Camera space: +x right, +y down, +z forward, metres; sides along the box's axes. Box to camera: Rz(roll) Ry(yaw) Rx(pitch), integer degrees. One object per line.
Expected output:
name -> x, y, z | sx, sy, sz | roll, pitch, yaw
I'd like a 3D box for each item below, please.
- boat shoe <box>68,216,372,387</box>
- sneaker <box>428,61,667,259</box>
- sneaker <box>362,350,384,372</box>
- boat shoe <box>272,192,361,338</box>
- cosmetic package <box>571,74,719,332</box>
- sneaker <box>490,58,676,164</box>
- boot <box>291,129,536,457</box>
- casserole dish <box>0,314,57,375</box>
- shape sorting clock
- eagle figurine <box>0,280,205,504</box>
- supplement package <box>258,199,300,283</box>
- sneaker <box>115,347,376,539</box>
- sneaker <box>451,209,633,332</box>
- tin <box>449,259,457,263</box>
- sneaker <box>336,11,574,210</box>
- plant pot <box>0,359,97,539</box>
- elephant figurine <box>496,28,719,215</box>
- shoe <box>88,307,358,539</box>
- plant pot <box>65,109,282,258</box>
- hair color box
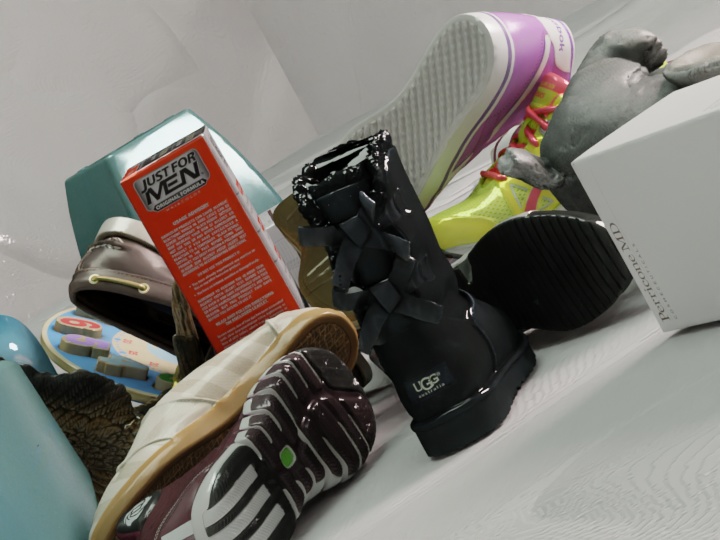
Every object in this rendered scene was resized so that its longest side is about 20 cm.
boat shoe -> -0.090, 0.039, 1.718 | 0.060, 0.199, 0.072 | -60, -2, -33
sneaker -> 0.119, -0.075, 1.683 | 0.199, 0.091, 0.078 | -29, 14, -11
sneaker -> 0.024, 0.011, 1.772 | 0.077, 0.078, 0.200 | -48, 15, 6
boat shoe -> -0.001, 0.000, 1.646 | 0.072, 0.066, 0.201 | -35, 25, 0
cosmetic package -> 0.204, -0.045, 1.312 | 0.085, 0.108, 0.200 | -33, 6, -28
sneaker -> 0.184, -0.102, 1.854 | 0.199, 0.075, 0.090 | -12, 5, -21
boot -> 0.027, 0.003, 1.464 | 0.073, 0.163, 0.198 | -26, 7, 11
casserole dish -> -0.231, 0.119, 1.737 | 0.121, 0.200, 0.039 | -36, 40, -15
shape sorting clock -> -0.114, 0.055, 1.798 | 0.199, 0.039, 0.200 | 14, 15, -4
eagle figurine -> -0.178, 0.113, 1.643 | 0.199, 0.152, 0.151 | -15, -37, -18
supplement package -> -0.045, 0.011, 1.955 | 0.199, 0.114, 0.110 | -29, 8, -1
sneaker -> -0.074, 0.113, 1.462 | 0.115, 0.076, 0.200 | -29, 6, 29
sneaker -> 0.107, -0.004, 1.573 | 0.088, 0.074, 0.200 | -32, 5, -33
tin -> 0.114, -0.011, 1.777 | 0.112, 0.042, 0.200 | -35, 8, -12
sneaker -> 0.066, -0.088, 1.736 | 0.114, 0.073, 0.200 | -10, -28, -47
plant pot -> -0.231, 0.141, 1.500 | 0.141, 0.142, 0.200 | -27, 14, 17
elephant figurine -> 0.213, -0.080, 1.534 | 0.199, 0.142, 0.156 | -2, 53, 42
shoe -> -0.083, 0.094, 1.525 | 0.200, 0.070, 0.053 | -44, 39, -20
plant pot -> -0.138, -0.015, 2.166 | 0.141, 0.201, 0.141 | -34, 7, -31
hair color box -> -0.069, 0.015, 1.624 | 0.061, 0.201, 0.102 | -29, 6, 1
